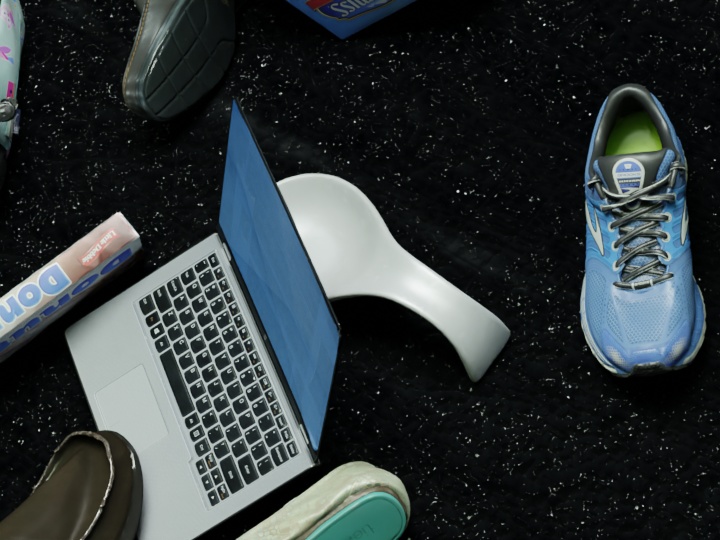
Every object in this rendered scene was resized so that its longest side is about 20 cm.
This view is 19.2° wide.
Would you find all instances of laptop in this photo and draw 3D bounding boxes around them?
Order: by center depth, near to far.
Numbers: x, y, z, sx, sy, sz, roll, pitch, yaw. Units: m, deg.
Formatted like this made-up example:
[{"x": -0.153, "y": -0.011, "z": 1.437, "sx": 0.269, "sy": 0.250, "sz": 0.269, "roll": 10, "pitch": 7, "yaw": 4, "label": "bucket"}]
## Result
[{"x": -0.101, "y": 0.039, "z": 1.286, "sx": 0.200, "sy": 0.116, "sz": 0.188, "roll": -32, "pitch": 56, "yaw": 10, "label": "laptop"}]

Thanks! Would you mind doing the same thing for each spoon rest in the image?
[{"x": 0.000, "y": 0.000, "z": 1.342, "sx": 0.200, "sy": 0.061, "sz": 0.099, "roll": 27, "pitch": 71, "yaw": 28, "label": "spoon rest"}]

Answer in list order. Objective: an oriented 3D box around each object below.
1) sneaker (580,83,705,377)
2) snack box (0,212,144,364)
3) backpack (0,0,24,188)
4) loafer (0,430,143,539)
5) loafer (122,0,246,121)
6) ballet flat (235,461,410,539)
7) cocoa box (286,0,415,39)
[{"x": 0.164, "y": -0.027, "z": 1.294, "sx": 0.078, "sy": 0.089, "sz": 0.200, "roll": -9, "pitch": 56, "yaw": 12, "label": "sneaker"}, {"x": -0.227, "y": 0.036, "z": 1.377, "sx": 0.200, "sy": 0.072, "sz": 0.024, "roll": -37, "pitch": 83, "yaw": -9, "label": "snack box"}, {"x": -0.308, "y": -0.144, "z": 1.484, "sx": 0.166, "sy": 0.127, "sz": 0.200, "roll": 5, "pitch": 59, "yaw": 0, "label": "backpack"}, {"x": -0.195, "y": 0.176, "z": 1.269, "sx": 0.073, "sy": 0.071, "sz": 0.200, "roll": 2, "pitch": 57, "yaw": 39, "label": "loafer"}, {"x": -0.126, "y": -0.182, "z": 1.497, "sx": 0.072, "sy": 0.073, "sz": 0.200, "roll": 3, "pitch": 49, "yaw": 28, "label": "loafer"}, {"x": -0.059, "y": 0.181, "z": 1.254, "sx": 0.200, "sy": 0.068, "sz": 0.062, "roll": -31, "pitch": 27, "yaw": -9, "label": "ballet flat"}, {"x": -0.001, "y": -0.288, "z": 1.459, "sx": 0.133, "sy": 0.131, "sz": 0.200, "roll": -22, "pitch": 48, "yaw": 41, "label": "cocoa box"}]
